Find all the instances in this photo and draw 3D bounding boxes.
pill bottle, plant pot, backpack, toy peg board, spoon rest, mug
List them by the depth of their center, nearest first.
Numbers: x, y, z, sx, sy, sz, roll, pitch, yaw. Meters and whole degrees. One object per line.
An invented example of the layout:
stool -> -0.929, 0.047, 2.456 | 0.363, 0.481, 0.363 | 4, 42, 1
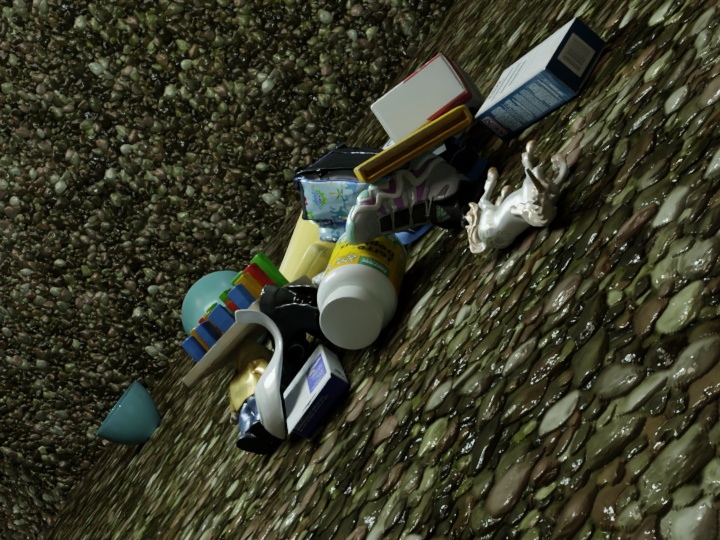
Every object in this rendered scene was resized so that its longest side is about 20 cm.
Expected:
pill bottle -> 0.001, 0.024, 1.306 | 0.113, 0.113, 0.200 | -47, 11, 28
spoon rest -> -0.132, 0.148, 1.345 | 0.061, 0.200, 0.099 | -14, -22, -10
toy peg board -> -0.211, 0.070, 1.529 | 0.200, 0.098, 0.199 | -46, -7, 23
backpack -> 0.015, -0.130, 1.570 | 0.200, 0.147, 0.183 | 3, 26, 33
mug -> -0.088, -0.018, 1.701 | 0.149, 0.186, 0.153 | 42, 108, 36
plant pot -> -0.299, 0.116, 2.107 | 0.201, 0.201, 0.161 | -53, 22, 0
plant pot -> -0.696, 0.458, 2.836 | 0.200, 0.135, 0.200 | -51, 11, 14

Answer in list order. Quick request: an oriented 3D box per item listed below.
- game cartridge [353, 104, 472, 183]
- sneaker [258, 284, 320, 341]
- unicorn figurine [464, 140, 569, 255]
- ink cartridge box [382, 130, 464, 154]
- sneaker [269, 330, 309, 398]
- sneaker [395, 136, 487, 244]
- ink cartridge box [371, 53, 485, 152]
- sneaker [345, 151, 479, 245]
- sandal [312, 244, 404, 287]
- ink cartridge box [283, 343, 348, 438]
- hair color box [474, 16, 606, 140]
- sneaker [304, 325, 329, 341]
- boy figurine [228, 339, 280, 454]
game cartridge -> 0.073, -0.183, 1.363 | 0.176, 0.032, 0.200 | -31, 5, 2
sneaker -> -0.089, 0.068, 1.403 | 0.200, 0.104, 0.060 | 66, -144, -65
unicorn figurine -> 0.180, -0.080, 1.019 | 0.200, 0.074, 0.137 | 117, 171, -50
ink cartridge box -> 0.102, -0.230, 1.761 | 0.200, 0.084, 0.145 | -49, 11, 21
sneaker -> -0.113, 0.133, 1.577 | 0.079, 0.075, 0.200 | -43, 24, 31
sneaker -> 0.105, -0.126, 1.430 | 0.200, 0.078, 0.070 | -46, 13, 31
ink cartridge box -> 0.123, -0.273, 1.550 | 0.147, 0.083, 0.200 | -35, -9, 17
sneaker -> 0.085, -0.084, 1.287 | 0.200, 0.140, 0.078 | -42, -36, -24
sandal -> 0.004, -0.003, 1.548 | 0.203, 0.050, 0.082 | -21, 10, 44
ink cartridge box -> -0.065, 0.173, 1.307 | 0.099, 0.039, 0.200 | -53, 9, 4
hair color box -> 0.250, -0.266, 1.303 | 0.100, 0.061, 0.200 | -57, 12, -19
sneaker -> -0.040, 0.050, 1.508 | 0.114, 0.076, 0.199 | -56, 14, -26
boy figurine -> -0.168, 0.193, 1.450 | 0.124, 0.064, 0.200 | -49, 30, 26
